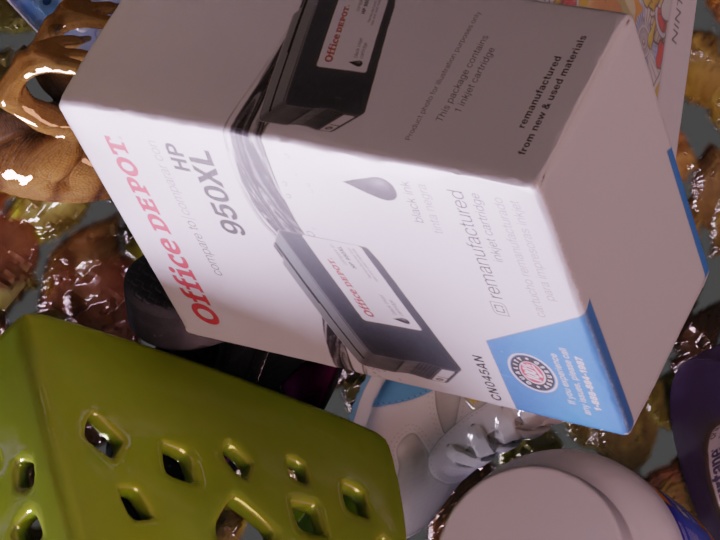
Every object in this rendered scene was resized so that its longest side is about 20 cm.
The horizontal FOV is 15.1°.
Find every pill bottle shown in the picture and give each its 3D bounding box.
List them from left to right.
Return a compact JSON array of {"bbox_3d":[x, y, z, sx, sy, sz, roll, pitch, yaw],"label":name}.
[{"bbox_3d":[0.098,0.140,1.216,0.112,0.112,0.200,-46,160,2],"label":"pill bottle"}]

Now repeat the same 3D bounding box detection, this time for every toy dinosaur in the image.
[{"bbox_3d":[-0.127,-0.049,1.047,0.199,0.060,0.107,-1,126,-19],"label":"toy dinosaur"}]

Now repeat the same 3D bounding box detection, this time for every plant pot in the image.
[{"bbox_3d":[-0.095,0.166,1.103,0.200,0.182,0.199,20,124,-35],"label":"plant pot"}]

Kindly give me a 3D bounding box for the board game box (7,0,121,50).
[{"bbox_3d":[-0.026,-0.130,1.101,0.200,0.026,0.200,-43,128,-1],"label":"board game box"}]

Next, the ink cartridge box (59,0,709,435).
[{"bbox_3d":[0.010,-0.031,0.990,0.084,0.199,0.145,-60,146,-29],"label":"ink cartridge box"}]

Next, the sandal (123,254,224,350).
[{"bbox_3d":[-0.001,0.000,1.131,0.199,0.076,0.043,-12,120,-11],"label":"sandal"}]

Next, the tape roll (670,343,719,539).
[{"bbox_3d":[0.232,0.114,1.268,0.085,0.200,0.201,-25,126,-13],"label":"tape roll"}]

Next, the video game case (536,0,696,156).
[{"bbox_3d":[0.089,-0.158,1.051,0.200,0.023,0.183,32,63,-56],"label":"video game case"}]

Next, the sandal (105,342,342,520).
[{"bbox_3d":[-0.034,0.034,1.175,0.200,0.048,0.075,-46,129,1],"label":"sandal"}]

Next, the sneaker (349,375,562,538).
[{"bbox_3d":[0.064,0.044,1.203,0.200,0.081,0.076,-57,151,12],"label":"sneaker"}]
